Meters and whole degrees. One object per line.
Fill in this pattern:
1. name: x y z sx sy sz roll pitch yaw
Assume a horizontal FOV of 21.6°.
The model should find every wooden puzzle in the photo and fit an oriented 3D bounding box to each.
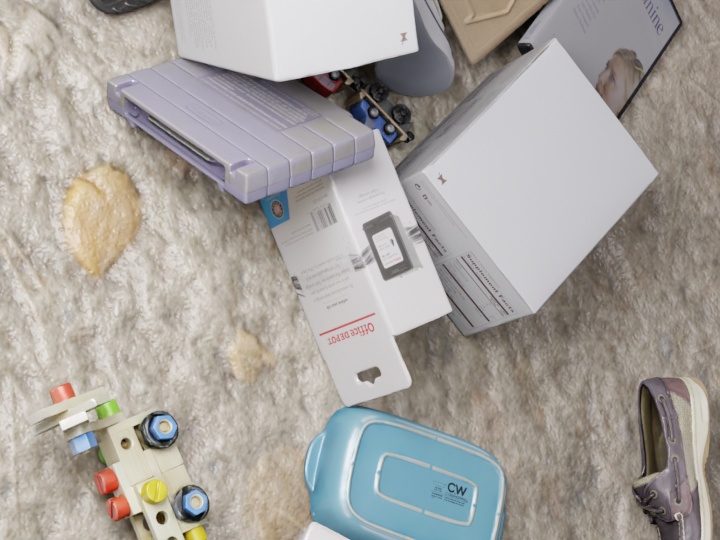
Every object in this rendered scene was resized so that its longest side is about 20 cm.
1. wooden puzzle: 0.129 -0.297 1.621 0.185 0.046 0.200 -41 144 -6

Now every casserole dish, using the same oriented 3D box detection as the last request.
1. casserole dish: 0.047 0.184 1.570 0.199 0.039 0.122 22 68 -25

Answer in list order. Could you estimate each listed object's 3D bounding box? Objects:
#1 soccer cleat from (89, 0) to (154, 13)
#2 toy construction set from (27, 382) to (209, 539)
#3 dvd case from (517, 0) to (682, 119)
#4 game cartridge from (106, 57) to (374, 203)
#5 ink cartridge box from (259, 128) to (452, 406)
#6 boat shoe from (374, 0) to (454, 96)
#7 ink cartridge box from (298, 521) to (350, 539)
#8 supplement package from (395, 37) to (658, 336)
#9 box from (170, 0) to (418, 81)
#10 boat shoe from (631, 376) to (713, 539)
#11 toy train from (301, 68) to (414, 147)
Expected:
1. soccer cleat: -0.161 -0.292 1.558 0.200 0.073 0.068 -52 129 -12
2. toy construction set: -0.183 0.173 1.416 0.130 0.092 0.202 -21 100 -32
3. dvd case: 0.226 -0.220 1.753 0.201 0.017 0.143 -54 128 -29
4. game cartridge: -0.095 -0.118 1.486 0.129 0.200 0.039 -17 126 -34
5. ink cartridge box: 0.000 0.000 1.542 0.066 0.116 0.202 -22 90 -33
6. boat shoe: 0.040 -0.215 1.588 0.073 0.200 0.066 1 67 9
7. ink cartridge box: -0.028 0.295 1.418 0.125 0.200 0.129 28 64 -2
8. supplement package: 0.131 -0.071 1.638 0.156 0.111 0.200 51 60 -10
9. box: -0.058 -0.215 1.471 0.123 0.200 0.098 -15 108 -24
10. boat shoe: 0.274 0.193 1.683 0.064 0.072 0.202 6 77 -16
11. toy train: -0.030 -0.174 1.614 0.200 0.034 0.046 43 65 -14
